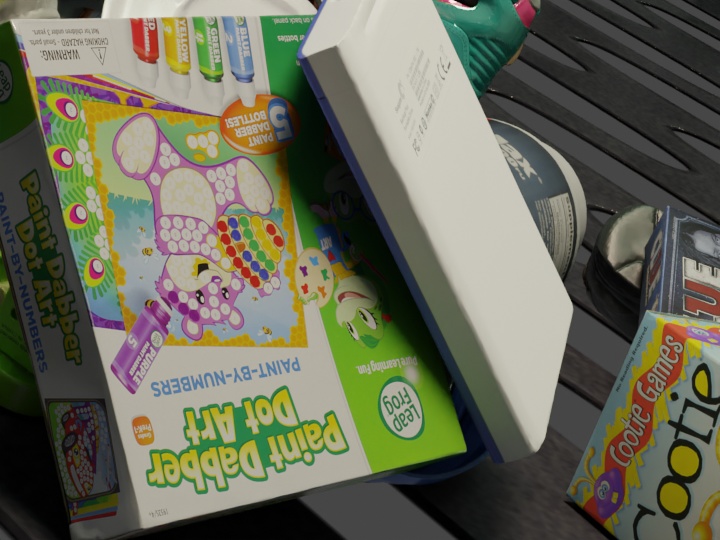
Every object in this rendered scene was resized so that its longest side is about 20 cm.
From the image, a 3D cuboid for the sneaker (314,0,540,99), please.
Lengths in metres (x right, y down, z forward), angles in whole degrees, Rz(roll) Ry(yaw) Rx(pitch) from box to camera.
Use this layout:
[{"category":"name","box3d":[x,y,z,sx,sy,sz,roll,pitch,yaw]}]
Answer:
[{"category":"sneaker","box3d":[0.023,-0.174,1.276,0.200,0.121,0.084,54,5,23]}]

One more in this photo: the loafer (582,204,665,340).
[{"category":"loafer","box3d":[0.215,0.043,1.484,0.200,0.073,0.072,41,-27,8]}]

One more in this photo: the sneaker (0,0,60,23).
[{"category":"sneaker","box3d":[-0.222,-0.162,1.299,0.199,0.077,0.075,19,25,34]}]

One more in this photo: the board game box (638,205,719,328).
[{"category":"board game box","box3d":[0.214,0.057,1.369,0.135,0.035,0.200,21,37,-6]}]

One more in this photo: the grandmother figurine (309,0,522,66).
[{"category":"grandmother figurine","box3d":[-0.011,-0.151,1.369,0.199,0.061,0.121,17,25,24]}]

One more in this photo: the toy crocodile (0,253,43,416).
[{"category":"toy crocodile","box3d":[-0.154,0.006,1.079,0.199,0.068,0.062,29,17,23]}]

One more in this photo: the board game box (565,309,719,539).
[{"category":"board game box","box3d":[0.205,0.112,1.167,0.103,0.105,0.200,9,20,-39]}]

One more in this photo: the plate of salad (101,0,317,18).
[{"category":"plate of salad","box3d":[-0.053,-0.063,1.197,0.200,0.048,0.201,30,47,-38]}]

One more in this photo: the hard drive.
[{"category":"hard drive","box3d":[0.036,-0.034,1.104,0.025,0.201,0.132,-18,23,20]}]

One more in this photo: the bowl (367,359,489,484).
[{"category":"bowl","box3d":[0.000,0.000,1.149,0.039,0.202,0.200,-21,-18,39]}]

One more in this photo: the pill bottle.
[{"category":"pill bottle","box3d":[0.051,-0.021,1.369,0.119,0.120,0.200,27,15,15]}]

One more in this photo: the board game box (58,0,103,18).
[{"category":"board game box","box3d":[-0.113,-0.098,1.333,0.199,0.041,0.199,20,23,32]}]

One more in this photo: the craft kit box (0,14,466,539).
[{"category":"craft kit box","box3d":[-0.056,-0.003,1.023,0.048,0.199,0.199,-17,-5,40]}]
